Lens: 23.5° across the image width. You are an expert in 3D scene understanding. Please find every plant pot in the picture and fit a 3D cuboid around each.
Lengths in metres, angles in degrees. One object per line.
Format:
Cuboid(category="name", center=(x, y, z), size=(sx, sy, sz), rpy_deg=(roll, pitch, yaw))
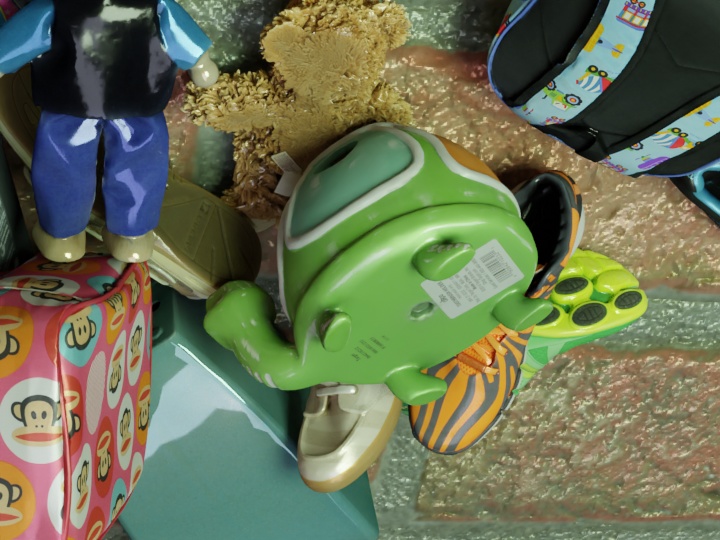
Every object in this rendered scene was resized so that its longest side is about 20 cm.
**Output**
Cuboid(category="plant pot", center=(-0.106, 0.105, 1.155), size=(0.141, 0.142, 0.200), rpy_deg=(-30, 121, 12))

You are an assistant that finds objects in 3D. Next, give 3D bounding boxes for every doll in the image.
Cuboid(category="doll", center=(-0.145, -0.099, 0.934), size=(0.136, 0.049, 0.201), rpy_deg=(1, 122, -13))

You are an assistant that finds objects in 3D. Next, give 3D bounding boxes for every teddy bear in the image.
Cuboid(category="teddy bear", center=(-0.033, -0.095, 1.058), size=(0.144, 0.067, 0.201), rpy_deg=(-7, 137, 4))

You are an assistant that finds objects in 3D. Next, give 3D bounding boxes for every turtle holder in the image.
Cuboid(category="turtle holder", center=(0.010, -0.001, 1.016), size=(0.140, 0.132, 0.186), rpy_deg=(9, 134, -38))

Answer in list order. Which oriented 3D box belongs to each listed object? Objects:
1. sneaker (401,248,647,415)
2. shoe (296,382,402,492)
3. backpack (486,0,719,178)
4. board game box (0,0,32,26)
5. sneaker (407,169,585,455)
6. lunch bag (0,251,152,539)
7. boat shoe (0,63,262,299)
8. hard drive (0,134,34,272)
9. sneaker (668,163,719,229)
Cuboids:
Cuboid(category="sneaker", center=(0.101, 0.045, 1.202), size=(0.199, 0.074, 0.084), rpy_deg=(-20, 148, 6))
Cuboid(category="shoe", center=(-0.003, 0.050, 1.104), size=(0.070, 0.201, 0.053), rpy_deg=(-13, 133, 38))
Cuboid(category="backpack", center=(0.178, -0.150, 1.003), size=(0.182, 0.135, 0.200), rpy_deg=(25, 145, -17))
Cuboid(category="board game box", center=(-0.153, -0.227, 0.911), size=(0.199, 0.064, 0.148), rpy_deg=(-29, 130, 12))
Cuboid(category="sneaker", center=(0.080, 0.023, 1.102), size=(0.077, 0.112, 0.201), rpy_deg=(23, 90, 9))
Cuboid(category="lunch bag", center=(-0.167, 0.086, 0.971), size=(0.081, 0.200, 0.177), rpy_deg=(2, 100, 6))
Cuboid(category="boat shoe", center=(-0.150, -0.049, 1.050), size=(0.200, 0.073, 0.063), rpy_deg=(37, 148, -27))
Cuboid(category="hard drive", center=(-0.219, 0.031, 1.012), size=(0.033, 0.140, 0.201), rpy_deg=(0, 135, 6))
Cuboid(category="sneaker", center=(0.263, -0.043, 1.151), size=(0.199, 0.082, 0.073), rpy_deg=(28, 117, -32))
